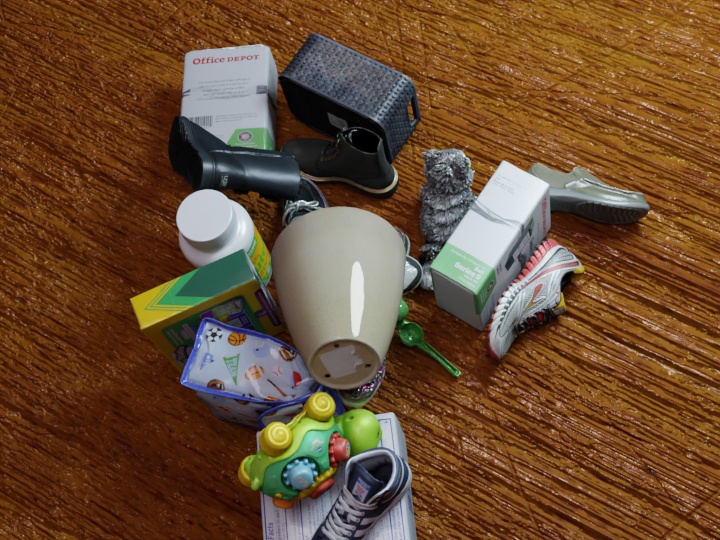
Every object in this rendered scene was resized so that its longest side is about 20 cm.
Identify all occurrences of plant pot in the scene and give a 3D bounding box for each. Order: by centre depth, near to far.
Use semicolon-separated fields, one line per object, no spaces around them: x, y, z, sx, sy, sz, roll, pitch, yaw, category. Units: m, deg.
-0.026;0.052;1.471;0.186;0.188;0.200;-9;41;5;plant pot

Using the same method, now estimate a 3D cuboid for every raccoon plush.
0.129;-0.084;1.658;0.096;0.134;0.201;-1;66;7;raccoon plush

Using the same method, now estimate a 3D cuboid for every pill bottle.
-0.204;-0.038;1.656;0.110;0.200;0.112;-3;66;8;pill bottle

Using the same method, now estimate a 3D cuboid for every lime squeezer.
0.069;0.074;1.622;0.038;0.071;0.200;-35;104;-15;lime squeezer

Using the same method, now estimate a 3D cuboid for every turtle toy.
-0.059;0.231;1.437;0.200;0.146;0.101;-31;74;-34;turtle toy

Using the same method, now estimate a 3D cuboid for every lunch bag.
-0.128;0.165;1.571;0.199;0.170;0.124;12;71;14;lunch bag

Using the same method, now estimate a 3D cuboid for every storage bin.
-0.016;-0.268;1.762;0.199;0.135;0.094;29;73;20;storage bin

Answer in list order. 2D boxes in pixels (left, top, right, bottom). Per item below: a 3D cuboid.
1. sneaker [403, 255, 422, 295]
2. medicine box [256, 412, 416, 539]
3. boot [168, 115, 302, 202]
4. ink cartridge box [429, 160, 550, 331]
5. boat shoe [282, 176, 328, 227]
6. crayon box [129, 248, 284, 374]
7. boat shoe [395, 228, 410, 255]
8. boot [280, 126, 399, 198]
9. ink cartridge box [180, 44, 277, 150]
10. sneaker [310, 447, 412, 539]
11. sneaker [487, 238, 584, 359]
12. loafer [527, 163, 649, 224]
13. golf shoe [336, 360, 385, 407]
0.000;0.000;1.606;0.199;0.088;0.076;4;80;-15;sneaker
-0.033;0.307;1.531;0.199;0.103;0.183;-9;65;6;medicine box
-0.190;-0.165;1.694;0.167;0.077;0.200;5;25;-30;boot
0.191;-0.035;1.620;0.084;0.146;0.200;30;74;20;ink cartridge box
-0.086;-0.076;1.715;0.073;0.068;0.200;-14;54;8;boat shoe
-0.215;0.064;1.614;0.172;0.200;0.058;-23;65;-2;crayon box
0.001;0.010;1.678;0.072;0.061;0.201;36;76;22;boat shoe
-0.040;-0.191;1.731;0.199;0.138;0.078;14;70;16;boot
-0.212;-0.255;1.816;0.145;0.084;0.201;-3;66;8;ink cartridge box
-0.013;0.307;1.411;0.070;0.109;0.200;34;75;21;sneaker
0.250;0.047;1.613;0.082;0.078;0.200;33;76;19;sneaker
0.334;-0.122;1.674;0.199;0.075;0.070;13;73;15;loafer
-0.004;0.138;1.567;0.072;0.092;0.200;7;29;-2;golf shoe
